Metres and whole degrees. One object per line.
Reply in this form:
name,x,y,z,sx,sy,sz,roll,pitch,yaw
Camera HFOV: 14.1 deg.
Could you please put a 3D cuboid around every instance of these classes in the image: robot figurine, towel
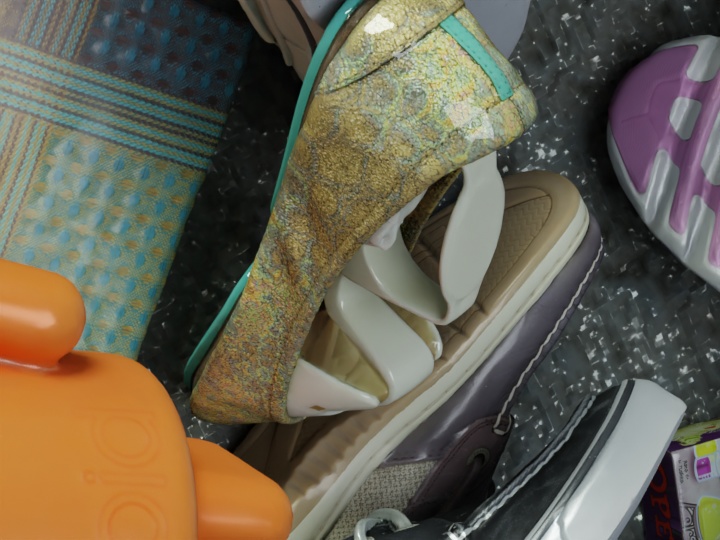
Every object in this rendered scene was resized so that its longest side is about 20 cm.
robot figurine,-0.121,0.073,0.778,0.200,0.117,0.144,4,137,-24
towel,-0.126,-0.002,0.837,0.147,0.022,0.200,20,91,-26

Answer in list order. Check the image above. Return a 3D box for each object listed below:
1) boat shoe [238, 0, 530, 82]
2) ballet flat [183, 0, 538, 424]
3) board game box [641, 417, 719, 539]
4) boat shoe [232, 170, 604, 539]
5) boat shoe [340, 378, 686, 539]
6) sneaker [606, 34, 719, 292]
boat shoe,-0.005,-0.087,0.821,0.072,0.200,0.066,-43,73,2
ballet flat,0.000,0.000,0.812,0.071,0.200,0.071,9,53,-12
board game box,0.162,0.140,0.996,0.120,0.032,0.200,-15,104,-27
boat shoe,0.009,0.059,0.890,0.065,0.072,0.200,42,83,-29
boat shoe,0.013,0.099,0.832,0.068,0.072,0.200,39,82,7
sneaker,0.167,-0.007,0.952,0.200,0.088,0.081,27,86,-4
